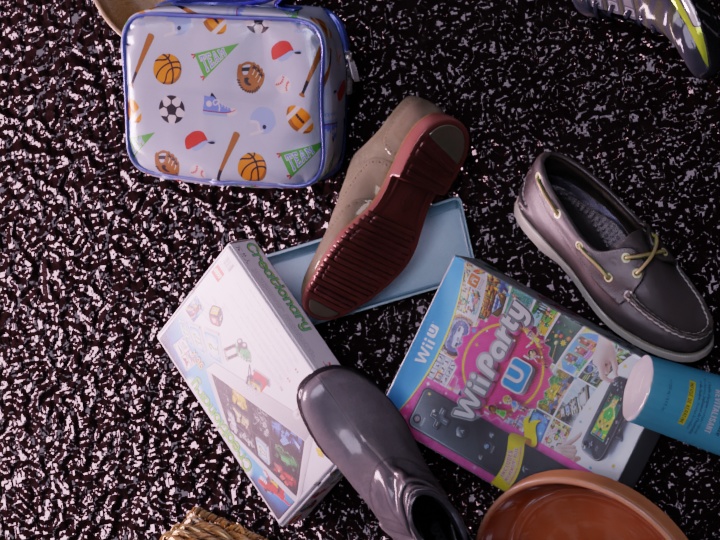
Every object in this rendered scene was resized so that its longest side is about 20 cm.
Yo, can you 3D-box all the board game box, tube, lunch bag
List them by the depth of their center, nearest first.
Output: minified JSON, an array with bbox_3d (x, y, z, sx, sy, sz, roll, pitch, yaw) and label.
[{"bbox_3d":[0.294,0.116,1.607,0.199,0.050,0.078,18,92,-13],"label":"tube"},{"bbox_3d":[0.133,0.099,1.687,0.199,0.064,0.148,29,98,23],"label":"board game box"},{"bbox_3d":[-0.077,0.091,1.763,0.201,0.034,0.126,55,128,19],"label":"board game box"},{"bbox_3d":[-0.100,-0.152,1.796,0.199,0.076,0.162,5,103,18],"label":"lunch bag"}]

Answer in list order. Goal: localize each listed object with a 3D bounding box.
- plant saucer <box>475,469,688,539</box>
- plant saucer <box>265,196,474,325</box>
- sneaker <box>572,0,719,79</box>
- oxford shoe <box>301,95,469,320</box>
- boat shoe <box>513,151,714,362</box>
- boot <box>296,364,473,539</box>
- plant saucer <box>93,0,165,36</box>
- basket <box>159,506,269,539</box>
[{"bbox_3d":[0.178,0.240,1.627,0.199,0.032,0.202,17,122,30],"label":"plant saucer"},{"bbox_3d":[0.000,0.000,1.785,0.199,0.019,0.070,-17,76,18],"label":"plant saucer"},{"bbox_3d":[0.216,-0.220,1.720,0.081,0.074,0.200,-43,62,16],"label":"sneaker"},{"bbox_3d":[0.011,-0.051,1.757,0.200,0.070,0.075,-53,40,8],"label":"oxford shoe"},{"bbox_3d":[0.200,-0.011,1.677,0.072,0.061,0.201,-33,65,-31],"label":"boat shoe"},{"bbox_3d":[0.033,0.159,1.625,0.070,0.132,0.200,-39,100,-5],"label":"boot"},{"bbox_3d":[-0.144,-0.281,1.874,0.199,0.035,0.202,-3,80,20],"label":"plant saucer"},{"bbox_3d":[-0.103,0.313,1.749,0.199,0.149,0.144,22,122,22],"label":"basket"}]
